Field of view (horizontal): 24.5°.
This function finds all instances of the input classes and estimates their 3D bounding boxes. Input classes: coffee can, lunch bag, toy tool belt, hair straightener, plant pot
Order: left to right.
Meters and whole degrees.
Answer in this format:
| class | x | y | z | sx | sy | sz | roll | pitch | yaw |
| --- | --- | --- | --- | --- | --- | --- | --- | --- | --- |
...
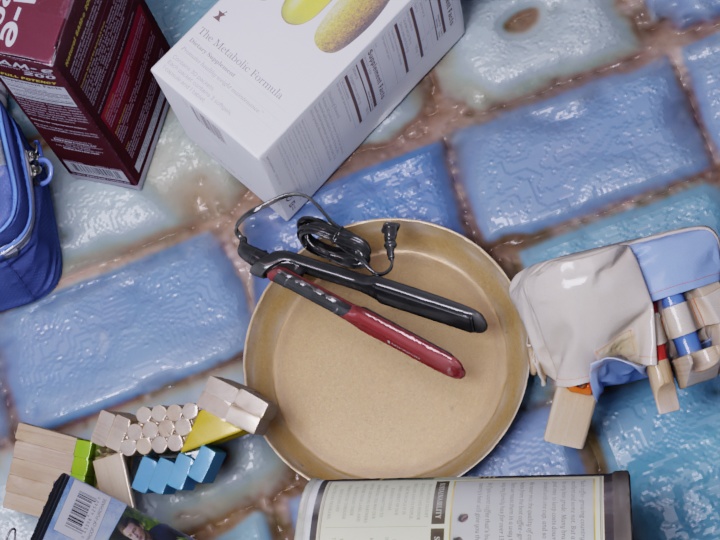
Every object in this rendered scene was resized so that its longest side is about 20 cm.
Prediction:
| class | x | y | z | sx | sy | sz | roll | pitch | yaw |
| --- | --- | --- | --- | --- | --- | --- | --- | --- | --- |
| lunch bag | -0.309 | -0.043 | 1.177 | 0.198 | 0.132 | 0.137 | -18 | 67 | 2 |
| hair straightener | 0.000 | 0.000 | 1.138 | 0.199 | 0.041 | 0.077 | 24 | 74 | 22 |
| plant pot | 0.019 | 0.061 | 1.140 | 0.198 | 0.028 | 0.202 | -3 | 69 | 9 |
| coffee can | 0.068 | 0.198 | 1.013 | 0.198 | 0.147 | 0.148 | -2 | 68 | 8 |
| toy tool belt | 0.203 | 0.037 | 1.082 | 0.198 | 0.125 | 0.124 | -13 | 90 | -5 |

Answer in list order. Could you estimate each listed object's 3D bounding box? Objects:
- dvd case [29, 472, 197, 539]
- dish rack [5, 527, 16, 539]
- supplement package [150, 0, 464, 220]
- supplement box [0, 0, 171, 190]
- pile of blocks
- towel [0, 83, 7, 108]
| class | x | y | z | sx | sy | sz | roll | pitch | yaw |
| --- | --- | --- | --- | --- | --- | --- | --- | --- | --- |
| dvd case | -0.123 | 0.228 | 1.025 | 0.199 | 0.018 | 0.143 | 29 | 47 | -12 |
| dish rack | -0.224 | 0.216 | 1.059 | 0.198 | 0.153 | 0.055 | 17 | 111 | 15 |
| supplement package | -0.033 | -0.159 | 1.189 | 0.114 | 0.110 | 0.200 | 39 | 79 | 20 |
| supplement box | -0.192 | -0.148 | 1.162 | 0.060 | 0.200 | 0.110 | 11 | 70 | 13 |
| pile of blocks | -0.142 | 0.127 | 1.125 | 0.198 | 0.062 | 0.083 | -15 | 79 | 14 |
| towel | -0.375 | -0.178 | 1.267 | 0.198 | 0.086 | 0.167 | -13 | 66 | 4 |
